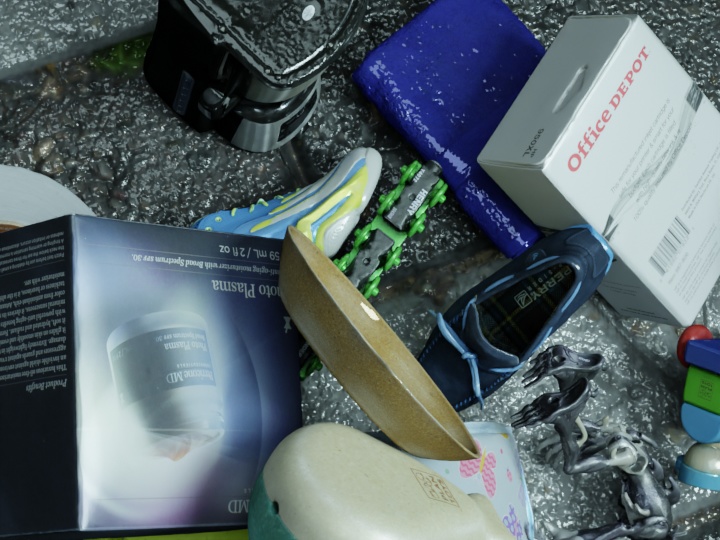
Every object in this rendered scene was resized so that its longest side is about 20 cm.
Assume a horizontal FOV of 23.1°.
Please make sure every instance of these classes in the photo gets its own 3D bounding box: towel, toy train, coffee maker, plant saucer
[{"bbox_3d":[0.103,-0.121,1.398,0.147,0.050,0.200,-39,85,-22],"label":"towel"},{"bbox_3d":[0.321,0.107,1.365,0.199,0.084,0.117,1,104,-42],"label":"toy train"},{"bbox_3d":[0.000,0.000,1.341,0.042,0.056,0.201,36,79,1],"label":"toy train"},{"bbox_3d":[-0.094,-0.197,1.301,0.134,0.200,0.194,-24,84,-16],"label":"coffee maker"},{"bbox_3d":[0.004,0.057,1.173,0.035,0.200,0.201,-40,86,5],"label":"plant saucer"}]

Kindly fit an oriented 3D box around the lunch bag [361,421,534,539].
[{"bbox_3d":[0.045,0.202,1.270,0.198,0.127,0.172,-2,76,-36],"label":"lunch bag"}]

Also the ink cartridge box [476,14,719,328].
[{"bbox_3d":[0.203,-0.076,1.335,0.200,0.084,0.145,43,72,-31],"label":"ink cartridge box"}]

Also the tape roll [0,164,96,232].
[{"bbox_3d":[-0.257,0.026,1.245,0.199,0.066,0.202,20,55,-31],"label":"tape roll"}]

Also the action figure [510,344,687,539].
[{"bbox_3d":[0.175,0.152,1.308,0.101,0.119,0.201,-21,121,20],"label":"action figure"}]

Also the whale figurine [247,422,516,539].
[{"bbox_3d":[0.014,0.175,1.131,0.199,0.159,0.104,16,117,-41],"label":"whale figurine"}]

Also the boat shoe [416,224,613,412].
[{"bbox_3d":[0.097,0.037,1.291,0.084,0.069,0.200,42,119,8],"label":"boat shoe"}]

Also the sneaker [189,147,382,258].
[{"bbox_3d":[-0.070,-0.031,1.331,0.105,0.076,0.201,35,75,1],"label":"sneaker"}]

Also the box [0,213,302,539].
[{"bbox_3d":[-0.144,0.077,1.180,0.199,0.122,0.201,5,79,-45],"label":"box"}]

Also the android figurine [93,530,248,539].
[{"bbox_3d":[-0.113,0.189,1.292,0.180,0.041,0.203,0,79,-9],"label":"android figurine"}]
